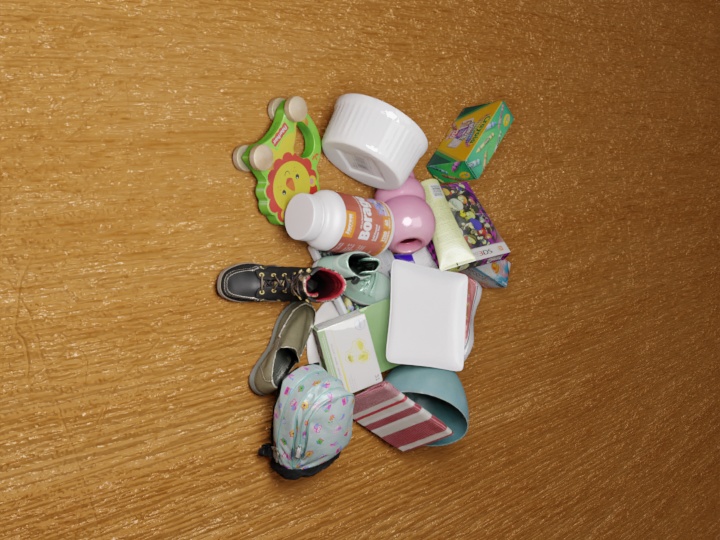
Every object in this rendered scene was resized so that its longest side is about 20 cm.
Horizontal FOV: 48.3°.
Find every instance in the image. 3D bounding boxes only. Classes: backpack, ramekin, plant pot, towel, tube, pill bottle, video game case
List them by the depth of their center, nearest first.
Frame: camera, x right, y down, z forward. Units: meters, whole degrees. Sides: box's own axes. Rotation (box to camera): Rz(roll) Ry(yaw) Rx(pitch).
[{"bbox_3d":[-0.086,0.269,1.456,0.166,0.126,0.201,-25,133,-44],"label":"backpack"},{"bbox_3d":[-0.039,-0.089,1.503,0.199,0.112,0.113,6,86,-44],"label":"pill bottle"},{"bbox_3d":[0.021,-0.241,1.546,0.200,0.200,0.098,36,73,-36],"label":"ramekin"},{"bbox_3d":[0.071,0.294,1.606,0.200,0.144,0.023,39,43,-26],"label":"towel"},{"bbox_3d":[0.000,0.000,1.620,0.181,0.023,0.201,-36,107,-39],"label":"video game case"},{"bbox_3d":[0.131,0.252,1.659,0.200,0.199,0.135,46,41,-32],"label":"plant pot"},{"bbox_3d":[0.168,-0.094,1.659,0.052,0.058,0.201,9,53,-45],"label":"tube"},{"bbox_3d":[0.204,-0.095,1.729,0.180,0.036,0.201,-12,63,-32],"label":"video game case"}]

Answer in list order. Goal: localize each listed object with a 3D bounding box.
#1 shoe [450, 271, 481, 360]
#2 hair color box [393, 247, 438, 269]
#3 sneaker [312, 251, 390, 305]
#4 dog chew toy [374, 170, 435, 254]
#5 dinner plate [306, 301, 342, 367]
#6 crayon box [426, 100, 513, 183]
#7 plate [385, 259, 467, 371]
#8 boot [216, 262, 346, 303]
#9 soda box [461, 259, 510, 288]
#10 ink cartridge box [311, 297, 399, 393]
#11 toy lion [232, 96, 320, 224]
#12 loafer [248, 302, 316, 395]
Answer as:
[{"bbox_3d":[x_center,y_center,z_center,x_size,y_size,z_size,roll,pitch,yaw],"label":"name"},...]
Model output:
[{"bbox_3d":[0.195,0.097,1.703,0.091,0.071,0.202,31,65,-35],"label":"shoe"},{"bbox_3d":[0.158,0.028,1.753,0.109,0.065,0.201,-36,111,-37],"label":"hair color box"},{"bbox_3d":[0.018,0.018,1.539,0.199,0.118,0.074,18,70,-39],"label":"sneaker"},{"bbox_3d":[0.083,-0.136,1.639,0.124,0.124,0.201,19,50,-40],"label":"dog chew toy"},{"bbox_3d":[-0.025,0.148,1.614,0.199,0.024,0.202,0,89,-41],"label":"dinner plate"},{"bbox_3d":[0.247,-0.287,1.797,0.058,0.118,0.201,50,59,-30],"label":"crayon box"},{"bbox_3d":[0.128,0.093,1.602,0.198,0.032,0.202,11,77,-34],"label":"plate"},{"bbox_3d":[-0.137,0.024,1.425,0.199,0.150,0.074,7,85,-42],"label":"boot"},{"bbox_3d":[0.260,-0.023,1.838,0.199,0.068,0.064,28,68,-41],"label":"soda box"},{"bbox_3d":[0.017,0.146,1.568,0.199,0.048,0.147,-19,104,-16],"label":"ink cartridge box"},{"bbox_3d":[-0.134,-0.193,1.496,0.192,0.068,0.201,52,57,-37],"label":"toy lion"},{"bbox_3d":[-0.130,0.144,1.486,0.075,0.069,0.201,41,64,-34],"label":"loafer"}]
